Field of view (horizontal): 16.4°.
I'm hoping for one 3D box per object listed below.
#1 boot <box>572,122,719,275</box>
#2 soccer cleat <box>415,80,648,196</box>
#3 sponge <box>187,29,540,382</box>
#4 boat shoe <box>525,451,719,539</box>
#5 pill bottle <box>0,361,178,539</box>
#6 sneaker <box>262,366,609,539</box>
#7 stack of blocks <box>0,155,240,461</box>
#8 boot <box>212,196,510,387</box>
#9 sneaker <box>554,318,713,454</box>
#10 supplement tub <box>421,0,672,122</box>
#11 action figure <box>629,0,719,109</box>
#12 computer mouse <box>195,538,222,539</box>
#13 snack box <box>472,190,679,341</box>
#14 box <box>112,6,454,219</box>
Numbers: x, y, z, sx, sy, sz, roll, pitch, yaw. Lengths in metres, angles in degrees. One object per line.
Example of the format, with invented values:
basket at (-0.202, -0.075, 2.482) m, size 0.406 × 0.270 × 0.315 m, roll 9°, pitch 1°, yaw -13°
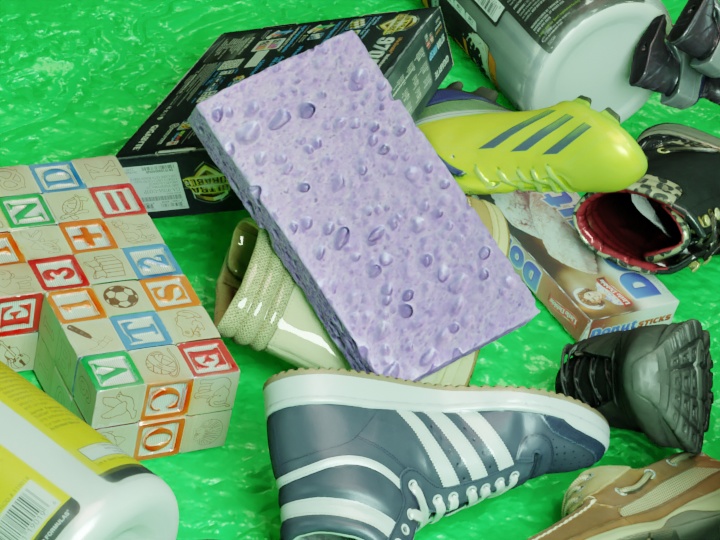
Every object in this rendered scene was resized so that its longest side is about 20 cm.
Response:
boot at (0.244, -0.026, 1.580) m, size 0.203 × 0.074 × 0.154 m, roll 21°, pitch 24°, yaw 19°
soccer cleat at (0.094, -0.068, 1.541) m, size 0.084 × 0.065 × 0.200 m, roll -46°, pitch 34°, yaw -23°
sponge at (0.002, -0.032, 1.409) m, size 0.112 × 0.030 × 0.200 m, roll -29°, pitch 80°, yaw -27°
boat shoe at (0.143, 0.146, 1.359) m, size 0.200 × 0.076 × 0.074 m, roll -11°, pitch 38°, yaw -41°
pill bottle at (-0.198, 0.104, 1.262) m, size 0.200 × 0.112 × 0.112 m, roll 34°, pitch 41°, yaw 24°
sneaker at (0.043, 0.118, 1.340) m, size 0.200 × 0.070 × 0.109 m, roll 8°, pitch 63°, yaw -20°
stack of blocks at (-0.162, 0.022, 1.421) m, size 0.115 × 0.059 × 0.200 m, roll -8°, pitch 43°, yaw -27°
boot at (0.000, 0.000, 1.470) m, size 0.155 × 0.073 × 0.200 m, roll 26°, pitch 43°, yaw -7°
sneaker at (0.153, 0.066, 1.413) m, size 0.091 × 0.076 × 0.200 m, roll 1°, pitch -5°, yaw 9°
supplement tub at (0.118, -0.192, 1.732) m, size 0.122 × 0.123 × 0.200 m, roll -11°, pitch 43°, yaw -29°
action figure at (0.281, -0.108, 1.650) m, size 0.200 × 0.130 × 0.069 m, roll 33°, pitch 64°, yaw -18°
computer mouse at (-0.058, 0.224, 1.211) m, size 0.138 × 0.053 × 0.200 m, roll -5°, pitch 52°, yaw -22°
snack box at (0.117, -0.027, 1.601) m, size 0.072 × 0.024 × 0.200 m, roll -11°, pitch 44°, yaw -31°
box at (-0.045, -0.101, 1.561) m, size 0.159 × 0.046 × 0.200 m, roll -5°, pitch 26°, yaw 22°
